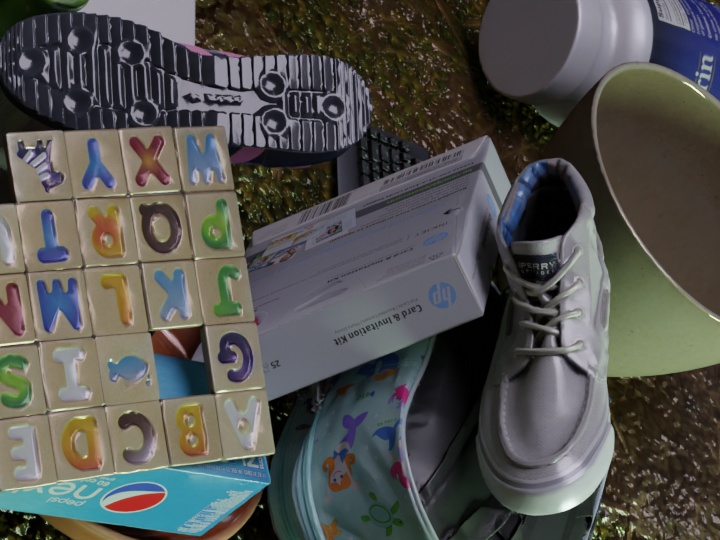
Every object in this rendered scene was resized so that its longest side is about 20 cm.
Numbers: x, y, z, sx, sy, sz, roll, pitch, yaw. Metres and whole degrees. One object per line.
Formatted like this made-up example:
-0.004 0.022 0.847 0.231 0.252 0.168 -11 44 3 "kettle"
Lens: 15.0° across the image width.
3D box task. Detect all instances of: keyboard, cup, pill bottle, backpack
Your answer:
0.038 0.000 1.697 0.127 0.021 0.200 26 44 -32 "keyboard"
0.171 -0.012 1.749 0.200 0.143 0.201 29 43 -30 "cup"
0.183 -0.145 1.900 0.200 0.116 0.116 12 52 -41 "pill bottle"
0.041 0.119 1.479 0.178 0.150 0.200 53 28 -24 "backpack"

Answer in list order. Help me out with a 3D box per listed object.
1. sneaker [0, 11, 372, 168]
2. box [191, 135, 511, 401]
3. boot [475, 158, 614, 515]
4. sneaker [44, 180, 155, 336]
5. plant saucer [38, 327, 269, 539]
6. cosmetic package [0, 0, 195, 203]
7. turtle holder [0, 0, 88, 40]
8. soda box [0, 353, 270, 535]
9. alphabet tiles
-0.100 -0.086 1.446 0.199 0.082 0.070 11 76 -16 "sneaker"
0.000 0.000 1.494 0.041 0.156 0.200 64 15 -14 "box"
0.090 0.028 1.396 0.200 0.073 0.096 -83 163 -53 "boot"
-0.121 -0.002 1.405 0.084 0.080 0.200 64 23 2 "sneaker"
-0.134 0.064 1.441 0.200 0.032 0.201 30 41 -29 "plant saucer"
-0.154 -0.125 1.533 0.107 0.085 0.200 27 42 -30 "cosmetic package"
-0.242 -0.174 1.410 0.185 0.132 0.141 42 39 11 "turtle holder"
-0.144 0.077 1.337 0.200 0.064 0.068 13 52 -39 "soda box"
-0.130 0.015 1.305 0.200 0.008 0.168 -5 84 -42 "alphabet tiles"
